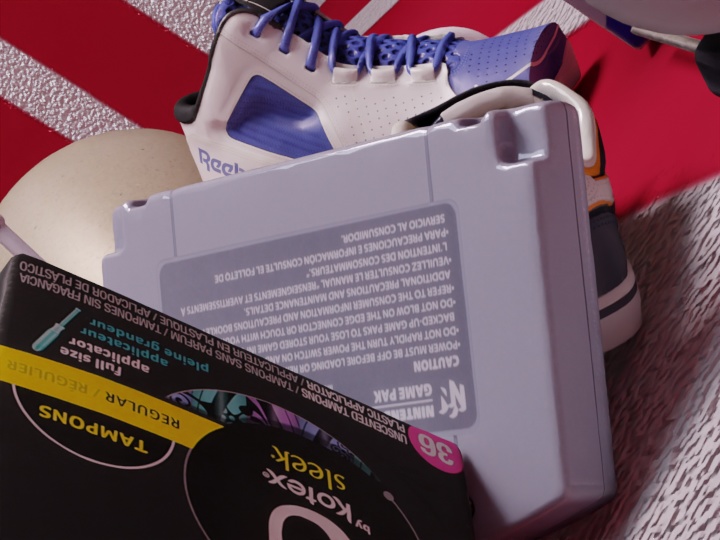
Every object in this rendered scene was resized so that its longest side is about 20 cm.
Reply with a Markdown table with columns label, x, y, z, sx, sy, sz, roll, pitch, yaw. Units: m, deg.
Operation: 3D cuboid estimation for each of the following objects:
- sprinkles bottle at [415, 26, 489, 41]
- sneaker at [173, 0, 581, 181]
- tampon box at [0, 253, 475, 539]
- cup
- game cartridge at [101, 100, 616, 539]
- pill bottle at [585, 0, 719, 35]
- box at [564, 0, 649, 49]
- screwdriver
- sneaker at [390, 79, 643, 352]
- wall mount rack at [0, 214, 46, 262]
| label | x | y | z | sx | sy | sz | roll | pitch | yaw |
| --- | --- | --- | --- | --- | --- | --- | --- | --- | --- |
| sprinkles bottle | 0.033 | -0.091 | 1.166 | 0.069 | 0.068 | 0.200 | -59 | 8 | -1 |
| sneaker | -0.010 | -0.085 | 1.001 | 0.198 | 0.116 | 0.081 | -20 | 17 | 26 |
| tampon box | -0.056 | 0.122 | 0.555 | 0.127 | 0.149 | 0.201 | -56 | 22 | 26 |
| cup | -0.115 | 0.033 | 1.262 | 0.201 | 0.199 | 0.143 | -58 | 26 | 4 |
| game cartridge | -0.005 | 0.030 | 0.690 | 0.199 | 0.040 | 0.135 | -10 | 80 | 44 |
| pill bottle | 0.112 | -0.150 | 0.754 | 0.110 | 0.109 | 0.200 | -56 | 3 | 18 |
| box | 0.067 | -0.213 | 0.948 | 0.105 | 0.199 | 0.184 | -53 | 10 | 20 |
| screwdriver | 0.122 | -0.081 | 0.771 | 0.029 | 0.028 | 0.200 | -27 | 12 | 4 |
| sneaker | 0.049 | -0.029 | 0.768 | 0.078 | 0.080 | 0.200 | -21 | 14 | -4 |
| wall mount rack | -0.087 | 0.039 | 0.915 | 0.200 | 0.172 | 0.075 | 112 | 162 | -57 |
